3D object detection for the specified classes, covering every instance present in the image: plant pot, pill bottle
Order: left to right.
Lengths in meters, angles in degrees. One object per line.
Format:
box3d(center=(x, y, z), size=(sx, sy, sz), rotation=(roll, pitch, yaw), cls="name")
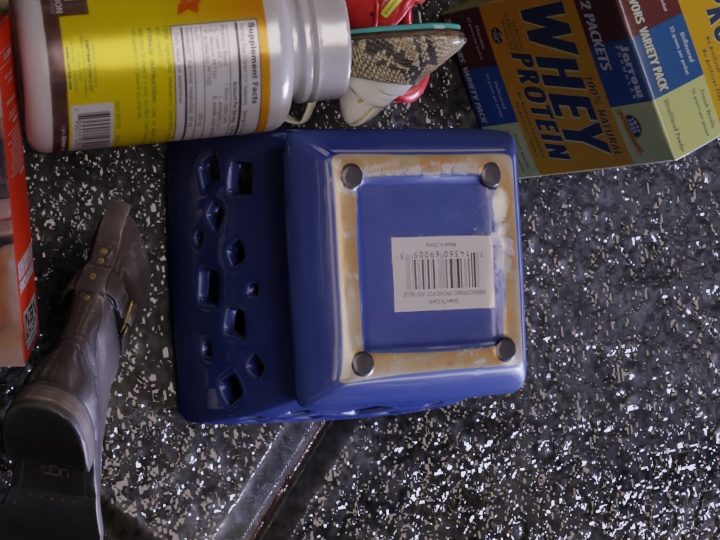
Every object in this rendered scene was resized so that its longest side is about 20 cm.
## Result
box3d(center=(-0.111, -0.135, 1.250), size=(0.199, 0.109, 0.110), rotation=(-7, 92, -13), cls="pill bottle")
box3d(center=(0.000, 0.000, 1.345), size=(0.199, 0.180, 0.201), rotation=(-2, 89, -32), cls="plant pot")

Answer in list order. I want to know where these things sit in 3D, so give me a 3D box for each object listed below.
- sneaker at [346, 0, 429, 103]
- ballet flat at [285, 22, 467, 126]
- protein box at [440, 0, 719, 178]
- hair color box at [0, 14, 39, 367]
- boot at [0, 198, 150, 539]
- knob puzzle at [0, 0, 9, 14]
box3d(center=(0.003, -0.199, 1.377), size=(0.077, 0.085, 0.201), rotation=(-45, 134, -27), cls="sneaker")
box3d(center=(-0.027, -0.132, 1.346), size=(0.068, 0.199, 0.076), rotation=(-2, 99, -71), cls="ballet flat")
box3d(center=(0.207, -0.168, 1.466), size=(0.198, 0.200, 0.135), rotation=(-28, 103, -30), cls="protein box")
box3d(center=(-0.255, -0.045, 1.203), size=(0.110, 0.064, 0.201), rotation=(-3, 107, 0), cls="hair color box")
box3d(center=(-0.169, 0.076, 1.285), size=(0.069, 0.200, 0.175), rotation=(14, 46, 2), cls="boot")
box3d(center=(-0.287, -0.171, 1.258), size=(0.219, 0.030, 0.221), rotation=(2, 87, -32), cls="knob puzzle")
